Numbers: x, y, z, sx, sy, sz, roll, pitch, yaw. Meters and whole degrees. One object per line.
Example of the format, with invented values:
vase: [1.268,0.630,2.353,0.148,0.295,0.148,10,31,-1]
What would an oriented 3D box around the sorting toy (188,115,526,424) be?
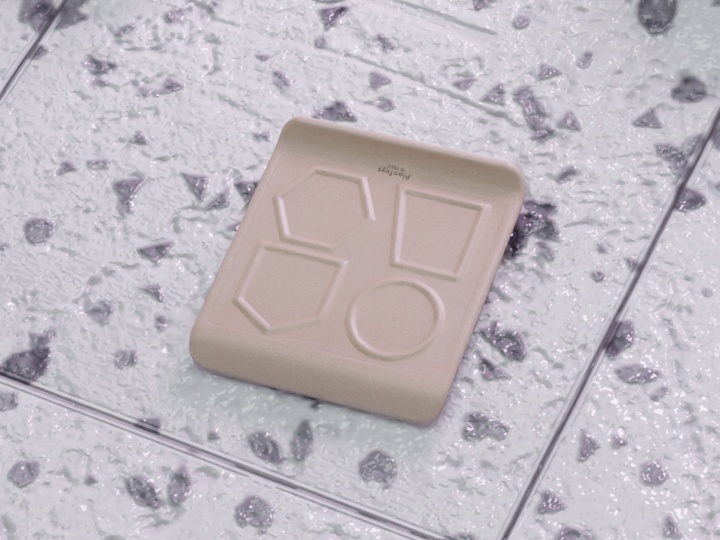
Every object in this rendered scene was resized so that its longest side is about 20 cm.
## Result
sorting toy: [0.000,0.000,1.814,0.184,0.037,0.201,13,63,17]
